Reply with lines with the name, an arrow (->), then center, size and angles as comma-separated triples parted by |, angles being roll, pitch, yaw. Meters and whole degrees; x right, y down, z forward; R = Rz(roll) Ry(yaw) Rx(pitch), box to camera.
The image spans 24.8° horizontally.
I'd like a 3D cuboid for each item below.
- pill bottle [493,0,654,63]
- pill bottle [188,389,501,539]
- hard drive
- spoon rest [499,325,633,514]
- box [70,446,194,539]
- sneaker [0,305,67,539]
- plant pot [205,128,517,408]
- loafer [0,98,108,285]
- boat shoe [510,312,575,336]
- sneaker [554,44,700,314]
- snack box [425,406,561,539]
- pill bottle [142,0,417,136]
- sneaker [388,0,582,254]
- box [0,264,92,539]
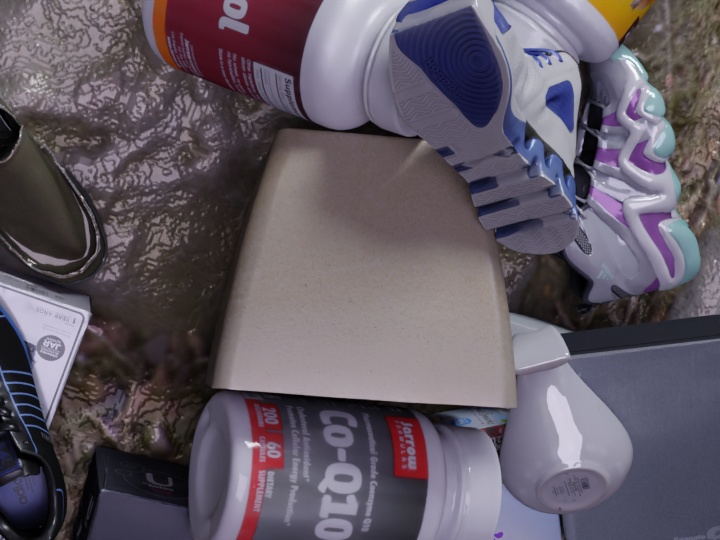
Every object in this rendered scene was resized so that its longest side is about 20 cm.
pill bottle -> 0.168, -0.226, 1.162 | 0.109, 0.109, 0.200 | 39, 87, -15
pill bottle -> -0.010, 0.148, 1.136 | 0.199, 0.114, 0.114 | 7, 100, -21
hard drive -> 0.213, 0.129, 1.228 | 0.139, 0.033, 0.201 | -8, 124, 6
spoon rest -> 0.140, 0.107, 1.168 | 0.099, 0.061, 0.200 | -13, 136, 5
box -> -0.161, 0.249, 1.208 | 0.122, 0.106, 0.201 | 14, 98, -13
sneaker -> -0.249, 0.097, 1.112 | 0.070, 0.078, 0.201 | -24, 105, -5
plant pot -> 0.000, 0.000, 1.145 | 0.199, 0.200, 0.178 | 5, 87, -6
loafer -> -0.252, -0.068, 1.145 | 0.075, 0.070, 0.200 | -39, 105, -1
boat shoe -> 0.177, 0.088, 1.255 | 0.199, 0.071, 0.064 | 22, 96, -15
sneaker -> 0.165, -0.061, 1.219 | 0.139, 0.078, 0.201 | -21, 104, -6
snack box -> 0.051, 0.201, 1.256 | 0.199, 0.068, 0.170 | -9, 102, -7
pill bottle -> -0.038, -0.162, 1.097 | 0.199, 0.113, 0.113 | 23, 98, 25
sneaker -> 0.088, -0.116, 1.055 | 0.080, 0.115, 0.200 | -11, 131, 26
box -> -0.281, 0.097, 1.179 | 0.116, 0.060, 0.201 | 19, 97, -14
